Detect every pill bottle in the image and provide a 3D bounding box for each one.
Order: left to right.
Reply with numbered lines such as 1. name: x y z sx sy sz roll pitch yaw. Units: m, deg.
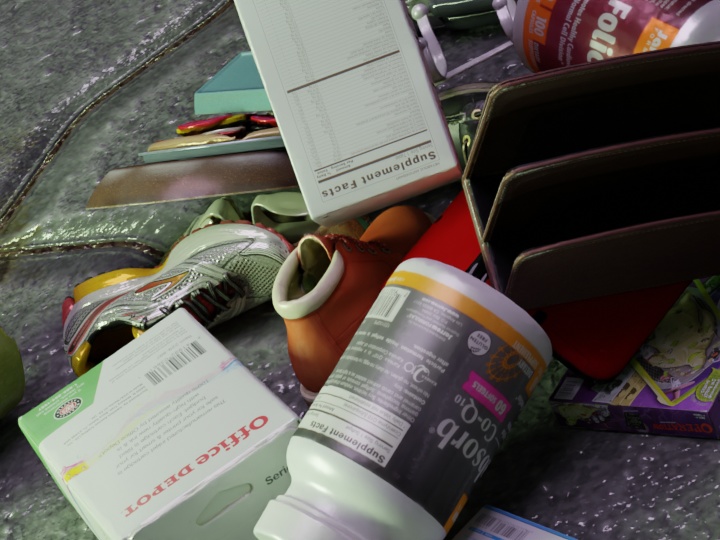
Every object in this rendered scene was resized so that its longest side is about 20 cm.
1. pill bottle: 0.025 0.102 1.519 0.116 0.116 0.201 18 72 48
2. pill bottle: 0.213 -0.154 1.717 0.114 0.115 0.200 -40 49 -22

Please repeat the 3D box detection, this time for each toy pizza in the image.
1. toy pizza: -0.076 -0.109 1.911 0.199 0.032 0.200 -6 2 0

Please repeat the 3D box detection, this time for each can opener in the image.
1. can opener: 0.079 -0.206 2.037 0.199 0.053 0.067 -6 69 28

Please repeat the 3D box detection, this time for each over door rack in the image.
1. over door rack: 0.062 -0.176 1.886 0.147 0.067 0.200 -26 3 14

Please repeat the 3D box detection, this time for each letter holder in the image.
1. letter holder: 0.179 -0.063 1.527 0.199 0.142 0.101 -10 65 -11

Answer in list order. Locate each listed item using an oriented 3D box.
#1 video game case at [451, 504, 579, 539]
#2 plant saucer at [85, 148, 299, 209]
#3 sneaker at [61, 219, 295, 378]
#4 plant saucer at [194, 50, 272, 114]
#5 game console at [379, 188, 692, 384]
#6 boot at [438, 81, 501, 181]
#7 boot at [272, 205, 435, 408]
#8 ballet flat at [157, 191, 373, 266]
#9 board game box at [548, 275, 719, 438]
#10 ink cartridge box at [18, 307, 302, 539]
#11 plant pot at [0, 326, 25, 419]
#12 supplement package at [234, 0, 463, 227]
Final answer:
1. video game case: 0.061 0.227 1.441 0.200 0.018 0.143 -43 36 -25
2. plant saucer: -0.113 -0.071 1.879 0.199 0.032 0.200 -6 1 0
3. sneaker: -0.131 0.031 1.818 0.199 0.078 0.082 -25 38 17
4. plant saucer: -0.058 -0.148 1.859 0.070 0.019 0.200 -44 24 -24
5. game console: 0.141 -0.021 1.650 0.172 0.119 0.200 37 65 9
6. boot: 0.100 -0.068 1.792 0.199 0.073 0.151 -3 38 23
7. boot: 0.000 0.000 1.729 0.075 0.108 0.200 -8 34 31
8. ballet flat: -0.079 -0.030 1.865 0.199 0.065 0.071 -8 38 28
9. board game box: 0.217 0.029 1.605 0.120 0.032 0.200 -2 40 40
10. ink cartridge box: -0.123 0.129 1.647 0.145 0.088 0.200 -34 31 -12
11. plant pot: -0.357 0.086 1.802 0.184 0.201 0.200 -32 31 -31
12. supplement package: -0.012 -0.143 1.709 0.113 0.201 0.110 -19 -3 4
